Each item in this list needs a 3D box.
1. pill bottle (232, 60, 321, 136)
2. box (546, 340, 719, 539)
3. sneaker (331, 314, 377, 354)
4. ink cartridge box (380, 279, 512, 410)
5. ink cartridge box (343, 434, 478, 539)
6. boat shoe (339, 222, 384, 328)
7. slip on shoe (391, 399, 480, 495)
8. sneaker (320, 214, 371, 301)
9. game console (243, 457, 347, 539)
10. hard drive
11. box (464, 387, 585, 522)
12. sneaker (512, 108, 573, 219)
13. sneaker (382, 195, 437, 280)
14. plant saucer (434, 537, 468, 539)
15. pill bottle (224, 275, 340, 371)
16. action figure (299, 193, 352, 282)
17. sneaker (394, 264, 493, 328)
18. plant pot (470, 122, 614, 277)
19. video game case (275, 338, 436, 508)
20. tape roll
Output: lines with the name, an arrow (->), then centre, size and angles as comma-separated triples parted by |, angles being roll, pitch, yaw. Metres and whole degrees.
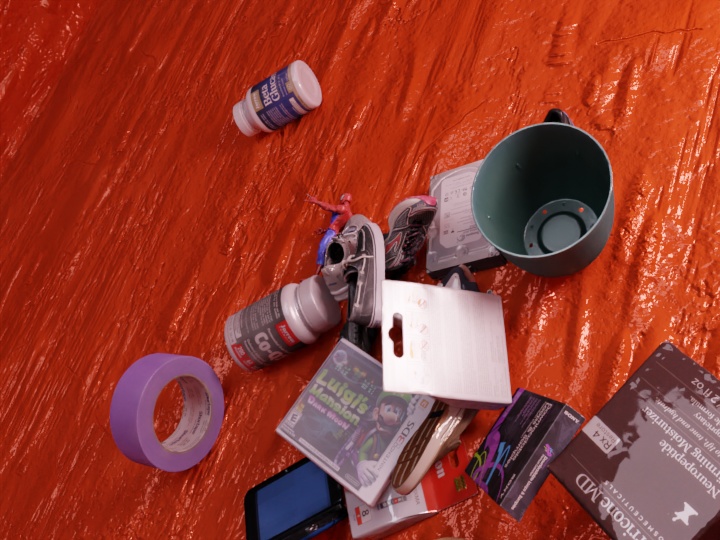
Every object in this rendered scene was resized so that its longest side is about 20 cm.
pill bottle -> -0.196, -0.389, 1.668 | 0.196, 0.111, 0.113 | -23, 50, 25
box -> 0.352, 0.228, 0.805 | 0.200, 0.164, 0.166 | -47, 45, 3
sneaker -> -0.021, 0.132, 1.225 | 0.080, 0.073, 0.205 | -14, 55, 32
ink cartridge box -> 0.114, 0.106, 1.019 | 0.047, 0.195, 0.164 | 131, 142, -59
ink cartridge box -> 0.062, 0.291, 1.076 | 0.198, 0.050, 0.165 | -32, 48, 22
boat shoe -> -0.001, 0.002, 1.197 | 0.074, 0.066, 0.204 | 123, 152, -54
slip on shoe -> 0.116, 0.238, 1.035 | 0.202, 0.060, 0.076 | -56, 13, -26
sneaker -> -0.022, -0.043, 1.315 | 0.073, 0.083, 0.203 | -19, 36, 27
game console -> -0.130, 0.377, 1.129 | 0.198, 0.170, 0.120 | -33, 74, 16
hard drive -> 0.180, -0.091, 1.235 | 0.137, 0.038, 0.205 | -14, 56, 32
box -> 0.203, 0.227, 0.926 | 0.144, 0.036, 0.200 | -55, 2, -6
sneaker -> 0.281, -0.176, 1.177 | 0.070, 0.083, 0.202 | 25, 81, 39
sneaker -> 0.079, -0.048, 1.231 | 0.202, 0.079, 0.076 | -60, 38, 42
plant saucer -> 0.120, 0.455, 0.933 | 0.196, 0.037, 0.205 | -19, 53, 27
pill bottle -> -0.141, 0.095, 1.313 | 0.197, 0.114, 0.116 | -27, 49, 22
action figure -> -0.080, -0.066, 1.396 | 0.097, 0.065, 0.204 | 17, 73, 25
sneaker -> 0.129, 0.045, 1.160 | 0.196, 0.079, 0.132 | 17, 72, 43
plant pot -> 0.278, -0.083, 1.054 | 0.196, 0.161, 0.206 | -12, 63, 24
video game case -> -0.007, 0.226, 1.106 | 0.198, 0.023, 0.183 | 29, 73, 29
tape roll -> -0.347, 0.255, 1.312 | 0.083, 0.200, 0.204 | 0, 62, 36
